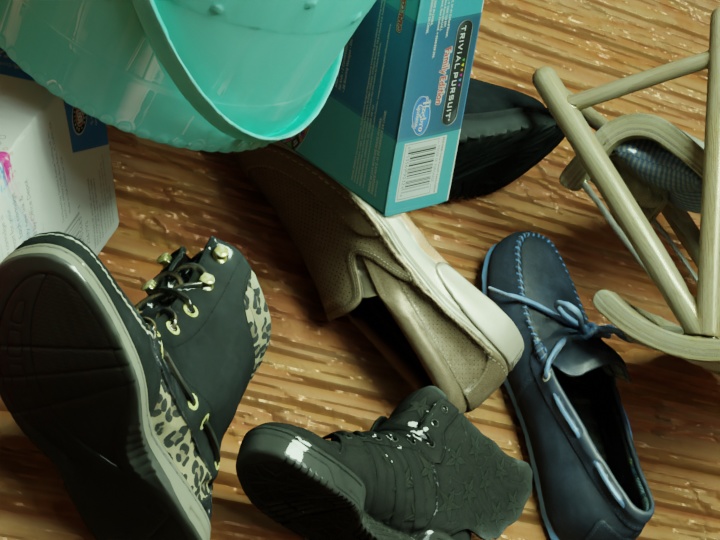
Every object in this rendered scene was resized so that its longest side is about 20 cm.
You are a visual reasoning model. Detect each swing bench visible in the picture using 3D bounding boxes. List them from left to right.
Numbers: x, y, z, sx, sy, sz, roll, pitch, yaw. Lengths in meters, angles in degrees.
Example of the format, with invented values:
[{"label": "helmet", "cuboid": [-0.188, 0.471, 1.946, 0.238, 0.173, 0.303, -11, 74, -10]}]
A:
[{"label": "swing bench", "cuboid": [0.208, -0.023, 1.496, 0.199, 0.129, 0.201, 22, 53, -66]}]

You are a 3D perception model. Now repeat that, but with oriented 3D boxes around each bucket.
[{"label": "bucket", "cuboid": [-0.079, -0.161, 1.202, 0.206, 0.135, 0.208, 21, 33, -14]}]

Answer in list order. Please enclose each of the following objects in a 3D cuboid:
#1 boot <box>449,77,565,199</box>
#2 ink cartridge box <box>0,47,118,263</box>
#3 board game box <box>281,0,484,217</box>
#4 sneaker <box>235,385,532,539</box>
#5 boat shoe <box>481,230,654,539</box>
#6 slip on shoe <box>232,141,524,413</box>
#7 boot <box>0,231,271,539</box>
[{"label": "boot", "cuboid": [0.022, -0.128, 1.487, 0.200, 0.076, 0.169, -5, 61, -53]}, {"label": "ink cartridge box", "cuboid": [-0.188, -0.011, 1.195, 0.067, 0.117, 0.200, 12, 42, 18]}, {"label": "board game box", "cuboid": [-0.021, -0.142, 1.338, 0.047, 0.152, 0.200, -14, 36, -37]}, {"label": "sneaker", "cuboid": [0.015, 0.102, 1.340, 0.200, 0.060, 0.105, 39, 52, -36]}, {"label": "boat shoe", "cuboid": [0.130, 0.065, 1.467, 0.084, 0.069, 0.201, -2, 66, -42]}, {"label": "slip on shoe", "cuboid": [0.000, 0.000, 1.399, 0.200, 0.076, 0.061, 44, 69, -9]}, {"label": "boot", "cuboid": [-0.108, 0.028, 1.239, 0.154, 0.073, 0.204, -71, 149, -45]}]
